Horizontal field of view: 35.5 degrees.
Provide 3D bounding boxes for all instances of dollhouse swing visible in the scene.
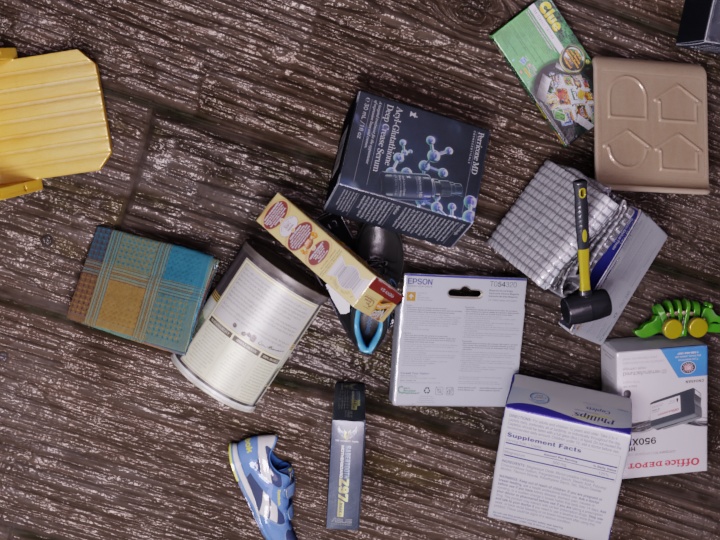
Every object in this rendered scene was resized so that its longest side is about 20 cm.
[{"bbox_3d":[-0.462,-0.203,1.525,0.174,0.182,0.202,-5,100,16],"label":"dollhouse swing"}]

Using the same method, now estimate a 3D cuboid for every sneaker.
[{"bbox_3d":[-0.128,0.338,1.690,0.082,0.074,0.201,-24,102,-3],"label":"sneaker"},{"bbox_3d":[0.024,0.024,1.627,0.072,0.082,0.202,4,100,1],"label":"sneaker"}]

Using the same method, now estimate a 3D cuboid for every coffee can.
[{"bbox_3d":[-0.157,0.078,1.605,0.146,0.146,0.201,33,95,-10],"label":"coffee can"}]

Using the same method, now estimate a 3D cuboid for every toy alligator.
[{"bbox_3d":[0.512,0.069,1.713,0.198,0.059,0.055,-4,100,-5],"label":"toy alligator"}]

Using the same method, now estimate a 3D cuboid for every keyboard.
[{"bbox_3d":[0.000,0.000,1.673,0.126,0.021,0.201,-26,102,5],"label":"keyboard"}]

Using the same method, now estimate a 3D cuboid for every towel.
[{"bbox_3d":[-0.308,0.026,1.589,0.198,0.022,0.148,14,79,18],"label":"towel"},{"bbox_3d":[0.286,-0.057,1.599,0.085,0.200,0.166,36,95,-27],"label":"towel"}]

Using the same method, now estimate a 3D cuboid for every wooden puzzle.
[{"bbox_3d":[0.419,-0.209,1.643,0.183,0.046,0.202,2,81,-16],"label":"wooden puzzle"}]

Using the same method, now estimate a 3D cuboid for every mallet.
[{"bbox_3d":[0.304,-0.024,1.486,0.065,0.041,0.202,-5,112,-12],"label":"mallet"}]

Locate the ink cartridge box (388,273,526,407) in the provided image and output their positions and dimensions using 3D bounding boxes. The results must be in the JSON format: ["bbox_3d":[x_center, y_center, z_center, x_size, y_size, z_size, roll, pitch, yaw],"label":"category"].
[{"bbox_3d":[0.145,0.103,1.685,0.194,0.043,0.202,3,97,-13],"label":"ink cartridge box"}]

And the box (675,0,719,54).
[{"bbox_3d":[0.582,-0.404,1.609,0.195,0.124,0.202,10,98,-6],"label":"box"}]

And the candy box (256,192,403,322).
[{"bbox_3d":[-0.042,-0.017,1.557,0.200,0.115,0.055,42,93,25],"label":"candy box"}]

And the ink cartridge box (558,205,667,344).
[{"bbox_3d":[0.362,0.007,1.628,0.040,0.200,0.201,33,95,26],"label":"ink cartridge box"}]

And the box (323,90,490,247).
[{"bbox_3d":[0.065,-0.140,1.584,0.198,0.107,0.150,15,70,-9],"label":"box"}]

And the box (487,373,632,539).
[{"bbox_3d":[0.293,0.276,1.654,0.182,0.105,0.202,11,117,11],"label":"box"}]

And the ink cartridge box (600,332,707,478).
[{"bbox_3d":[0.449,0.206,1.717,0.143,0.084,0.202,-4,101,-4],"label":"ink cartridge box"}]

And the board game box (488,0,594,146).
[{"bbox_3d":[0.286,-0.294,1.650,0.104,0.023,0.201,-36,101,2],"label":"board game box"}]

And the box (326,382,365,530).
[{"bbox_3d":[-0.020,0.262,1.622,0.050,0.200,0.159,3,99,-1],"label":"box"}]
